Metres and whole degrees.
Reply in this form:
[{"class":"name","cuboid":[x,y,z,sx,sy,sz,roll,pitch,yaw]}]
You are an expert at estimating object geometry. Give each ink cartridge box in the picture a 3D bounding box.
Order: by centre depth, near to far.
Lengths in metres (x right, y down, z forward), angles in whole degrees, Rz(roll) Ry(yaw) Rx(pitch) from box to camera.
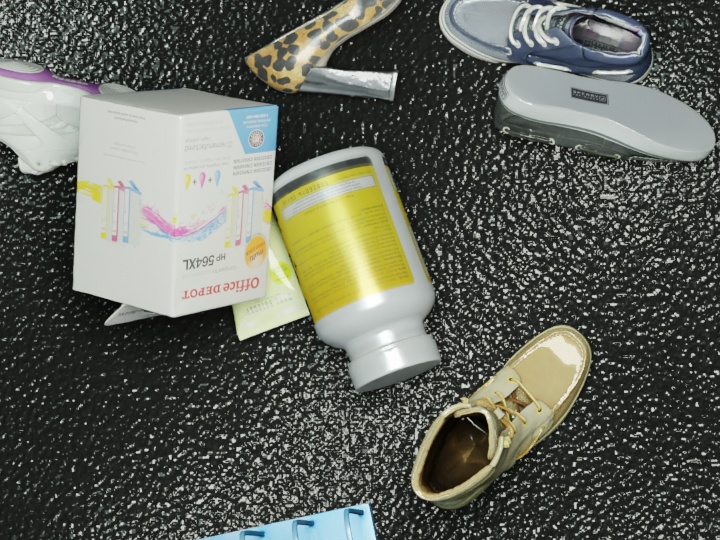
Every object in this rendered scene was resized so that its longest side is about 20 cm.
[{"class":"ink cartridge box","cuboid":[-0.162,-0.050,1.687,0.125,0.128,0.200,13,106,37]}]

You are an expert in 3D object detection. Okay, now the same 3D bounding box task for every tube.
[{"class":"tube","cuboid":[-0.106,-0.043,1.760,0.058,0.052,0.200,-24,82,45]}]

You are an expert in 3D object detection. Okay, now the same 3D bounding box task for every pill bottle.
[{"class":"pill bottle","cuboid":[0.000,0.000,1.704,0.112,0.112,0.200,-21,79,5]}]

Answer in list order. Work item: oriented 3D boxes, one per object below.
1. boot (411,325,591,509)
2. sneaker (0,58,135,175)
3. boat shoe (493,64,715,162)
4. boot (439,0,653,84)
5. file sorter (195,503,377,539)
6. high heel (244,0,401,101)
[{"class":"boot","cuboid":[0.121,0.122,1.647,0.200,0.155,0.073,-44,79,0]},{"class":"sneaker","cuboid":[-0.264,-0.130,1.793,0.200,0.075,0.100,17,109,6]},{"class":"boat shoe","cuboid":[0.215,-0.131,1.721,0.200,0.057,0.069,15,49,-5]},{"class":"boot","cuboid":[0.165,-0.219,1.724,0.200,0.090,0.073,13,84,9]},{"class":"file sorter","cuboid":[-0.081,0.289,1.669,0.200,0.123,0.139,-13,81,5]},{"class":"high heel","cuboid":[-0.028,-0.259,1.764,0.142,0.071,0.200,7,92,3]}]
